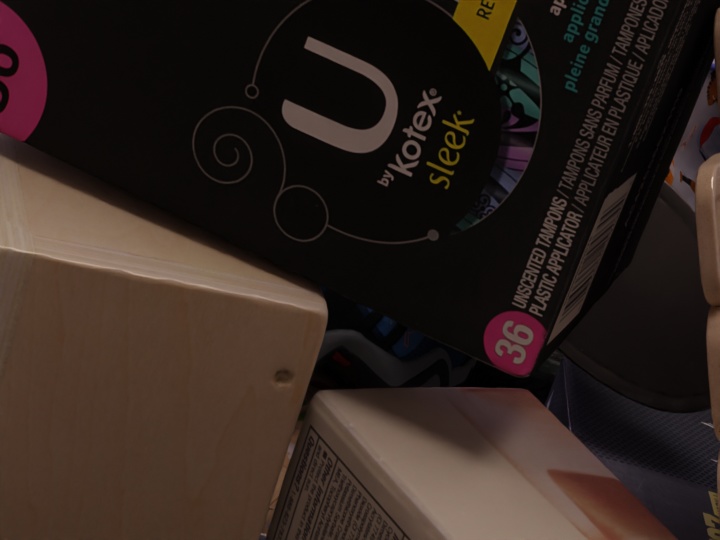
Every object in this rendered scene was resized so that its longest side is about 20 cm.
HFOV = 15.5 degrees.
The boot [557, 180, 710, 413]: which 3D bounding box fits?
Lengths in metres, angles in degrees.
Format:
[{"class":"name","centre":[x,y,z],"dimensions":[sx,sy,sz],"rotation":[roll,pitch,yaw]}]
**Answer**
[{"class":"boot","centre":[0.089,-0.007,1.025],"dimensions":[0.200,0.069,0.174],"rotation":[45,3,24]}]

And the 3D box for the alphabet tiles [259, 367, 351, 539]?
[{"class":"alphabet tiles","centre":[-0.006,0.082,0.952],"dimensions":[0.167,0.008,0.200],"rotation":[23,23,14]}]

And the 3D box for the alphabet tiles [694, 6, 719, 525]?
[{"class":"alphabet tiles","centre":[0.131,0.014,0.824],"dimensions":[0.015,0.200,0.196],"rotation":[-4,8,18]}]

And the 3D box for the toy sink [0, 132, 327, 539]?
[{"class":"toy sink","centre":[-0.088,0.017,0.863],"dimensions":[0.112,0.130,0.200],"rotation":[11,22,-17]}]

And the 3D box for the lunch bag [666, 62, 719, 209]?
[{"class":"lunch bag","centre":[0.092,-0.079,1.258],"dimensions":[0.200,0.124,0.170],"rotation":[-4,28,-38]}]

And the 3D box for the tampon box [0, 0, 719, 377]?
[{"class":"tampon box","centre":[0.003,-0.087,0.808],"dimensions":[0.200,0.150,0.126],"rotation":[24,21,11]}]

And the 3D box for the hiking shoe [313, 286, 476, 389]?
[{"class":"hiking shoe","centre":[0.000,0.000,1.010],"dimensions":[0.074,0.087,0.200],"rotation":[27,11,27]}]

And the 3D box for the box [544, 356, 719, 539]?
[{"class":"box","centre":[0.141,0.112,0.930],"dimensions":[0.158,0.051,0.200],"rotation":[18,22,-6]}]

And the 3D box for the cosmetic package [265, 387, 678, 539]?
[{"class":"cosmetic package","centre":[0.054,0.126,0.759],"dimensions":[0.087,0.103,0.200],"rotation":[1,30,-34]}]
